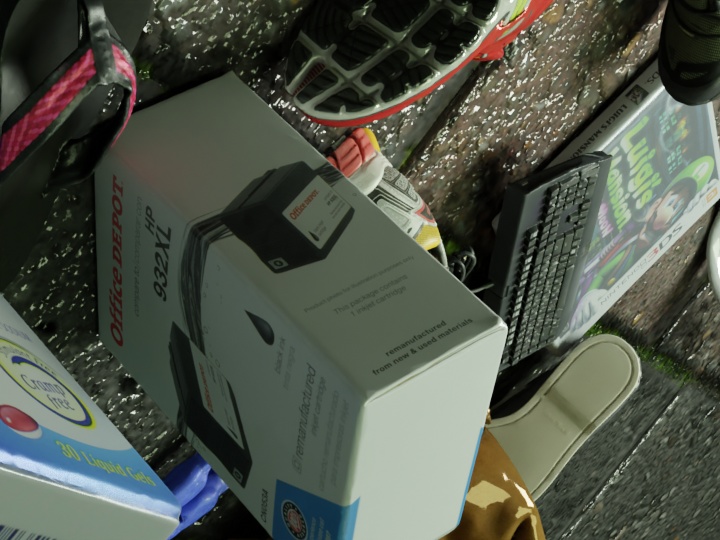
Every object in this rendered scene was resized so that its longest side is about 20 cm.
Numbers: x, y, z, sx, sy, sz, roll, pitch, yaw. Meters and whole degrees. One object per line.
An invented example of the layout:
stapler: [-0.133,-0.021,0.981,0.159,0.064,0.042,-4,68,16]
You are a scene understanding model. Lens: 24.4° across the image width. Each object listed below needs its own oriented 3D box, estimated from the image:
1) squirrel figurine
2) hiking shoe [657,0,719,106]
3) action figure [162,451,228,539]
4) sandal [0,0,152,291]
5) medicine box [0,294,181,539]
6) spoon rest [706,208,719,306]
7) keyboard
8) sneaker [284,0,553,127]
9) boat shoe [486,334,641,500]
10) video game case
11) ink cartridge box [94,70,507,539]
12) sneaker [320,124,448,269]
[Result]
squirrel figurine: [0.001,0.149,1.064,0.186,0.142,0.200,-27,132,-15]
hiking shoe: [0.200,-0.190,0.974,0.101,0.076,0.200,-10,124,-36]
action figure: [-0.096,0.154,0.950,0.200,0.099,0.065,-40,148,-10]
sandal: [-0.129,-0.059,0.703,0.075,0.045,0.200,-4,129,-51]
medicine box: [-0.192,0.042,0.580,0.103,0.200,0.182,-48,151,4]
spoon rest: [0.313,-0.056,1.295,0.099,0.061,0.200,-15,123,-46]
keyboard: [0.097,0.008,1.071,0.127,0.021,0.200,-22,147,-19]
sneaker: [0.050,-0.126,0.837,0.200,0.077,0.085,-38,155,-16]
boat shoe: [0.126,0.123,1.226,0.200,0.073,0.063,-41,171,6]
video game case: [0.178,-0.045,1.149,0.182,0.023,0.200,-45,150,-8]
ink cartridge box: [-0.037,0.028,0.771,0.084,0.200,0.145,-27,144,-30]
sneaker: [0.000,0.000,0.882,0.078,0.082,0.200,-41,168,-10]
